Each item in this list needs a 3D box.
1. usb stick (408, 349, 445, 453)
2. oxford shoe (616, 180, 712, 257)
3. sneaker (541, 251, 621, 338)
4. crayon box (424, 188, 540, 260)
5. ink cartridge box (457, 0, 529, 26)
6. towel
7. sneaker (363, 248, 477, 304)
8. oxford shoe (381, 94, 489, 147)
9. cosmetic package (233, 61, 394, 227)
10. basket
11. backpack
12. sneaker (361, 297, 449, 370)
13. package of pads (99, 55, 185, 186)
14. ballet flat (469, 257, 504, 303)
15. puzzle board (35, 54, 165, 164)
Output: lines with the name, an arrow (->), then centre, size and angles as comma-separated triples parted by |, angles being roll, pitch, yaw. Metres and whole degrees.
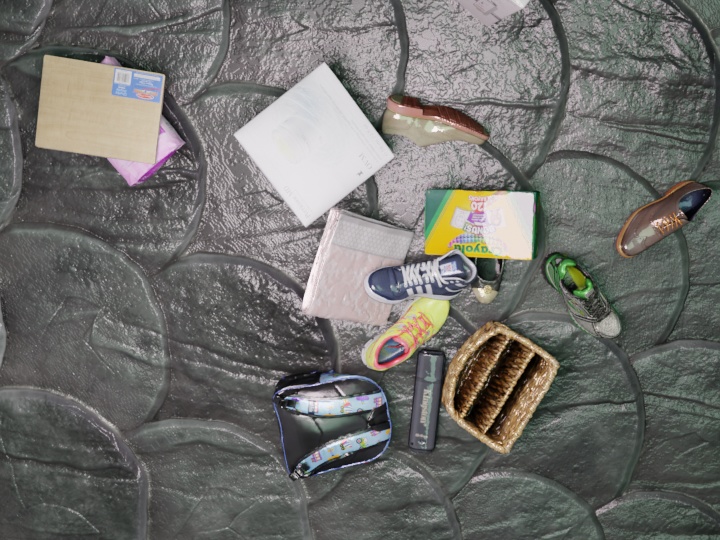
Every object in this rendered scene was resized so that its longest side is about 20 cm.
usb stick -> 0.126, 0.248, 1.453 | 0.055, 0.033, 0.202 | 5, 97, -3
oxford shoe -> 0.565, -0.097, 1.422 | 0.200, 0.073, 0.071 | -42, 99, 2
sneaker -> 0.418, 0.055, 1.425 | 0.078, 0.085, 0.200 | -44, 99, 2
crayon box -> 0.216, -0.085, 1.365 | 0.199, 0.058, 0.120 | 4, 98, 22
ink cartridge box -> 0.256, -0.507, 1.283 | 0.083, 0.200, 0.147 | 37, 93, -12
towel -> 0.000, 0.000, 1.358 | 0.199, 0.032, 0.192 | 12, 98, -42
sneaker -> 0.111, 0.009, 1.337 | 0.199, 0.108, 0.071 | 0, 68, -27
oxford shoe -> 0.134, -0.257, 1.382 | 0.199, 0.071, 0.074 | 16, 121, -7
cosmetic package -> -0.081, -0.216, 1.333 | 0.200, 0.123, 0.200 | -38, 98, 2
basket -> 0.244, 0.202, 1.398 | 0.142, 0.149, 0.201 | 31, 95, -8
backpack -> -0.049, 0.267, 1.390 | 0.199, 0.135, 0.184 | -12, 98, -2
sneaker -> 0.091, 0.120, 1.405 | 0.200, 0.090, 0.078 | -44, 97, 0
package of pads -> -0.412, -0.259, 1.324 | 0.120, 0.076, 0.200 | -39, 98, 4
ballet flat -> 0.241, -0.037, 1.413 | 0.066, 0.057, 0.202 | 6, 97, -7
puzzle board -> -0.434, -0.267, 1.276 | 0.198, 0.017, 0.152 | 8, 95, -6
